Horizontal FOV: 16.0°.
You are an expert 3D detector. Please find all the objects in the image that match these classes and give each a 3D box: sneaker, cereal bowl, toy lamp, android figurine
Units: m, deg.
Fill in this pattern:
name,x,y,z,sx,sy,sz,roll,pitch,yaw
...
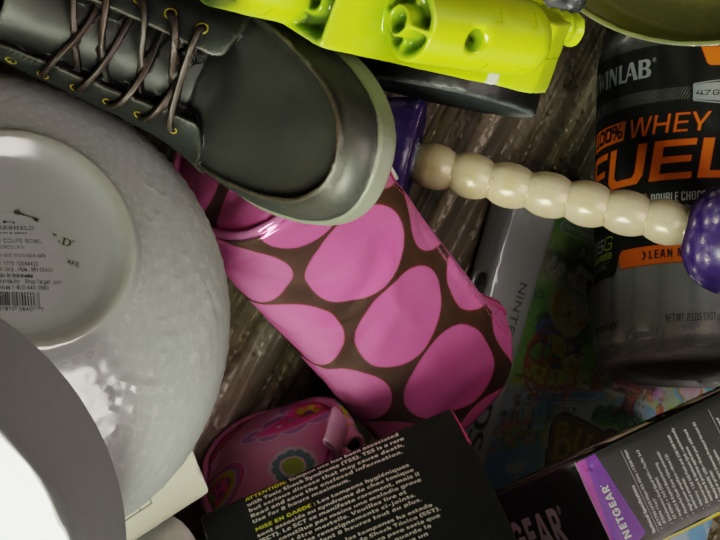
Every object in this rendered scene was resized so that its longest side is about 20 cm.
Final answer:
name,x,y,z,sx,sy,sz,roll,pitch,yaw
sneaker,-0.081,-0.077,1.002,0.106,0.200,0.075,6,111,-48
cereal bowl,-0.141,0.005,1.005,0.198,0.083,0.202,9,61,-17
toy lamp,0.074,-0.039,1.179,0.198,0.058,0.059,14,88,4
android figurine,0.004,-0.117,1.041,0.199,0.182,0.041,7,109,-38

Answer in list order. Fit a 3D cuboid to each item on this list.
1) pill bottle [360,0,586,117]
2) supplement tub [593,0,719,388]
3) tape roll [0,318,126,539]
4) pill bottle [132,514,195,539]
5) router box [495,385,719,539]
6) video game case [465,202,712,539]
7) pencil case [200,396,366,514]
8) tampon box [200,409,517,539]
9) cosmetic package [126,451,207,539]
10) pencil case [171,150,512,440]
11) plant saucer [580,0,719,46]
name,x,y,z,sx,sy,sz,roll,pitch,yaw
pill bottle,0.059,-0.177,1.177,0.111,0.111,0.202,12,89,-38
supplement tub,0.176,-0.048,1.263,0.122,0.122,0.202,10,76,-38
tape roll,-0.188,0.103,0.930,0.066,0.199,0.202,-71,147,-66
pill bottle,-0.088,0.215,1.121,0.111,0.111,0.201,-36,117,-28
router box,0.137,0.095,1.181,0.148,0.200,0.051,-23,84,-18
video game case,0.121,0.070,1.319,0.199,0.022,0.184,20,85,-38
pencil case,0.004,0.148,1.199,0.087,0.087,0.201,-47,122,-23
tampon box,0.029,0.187,1.064,0.125,0.200,0.151,-22,121,-1
cosmetic package,-0.172,0.093,1.063,0.199,0.071,0.106,-30,112,-31
pencil case,0.000,0.000,1.145,0.094,0.091,0.200,-41,139,-2
plant saucer,0.173,-0.191,1.229,0.201,0.199,0.031,-61,153,-13
